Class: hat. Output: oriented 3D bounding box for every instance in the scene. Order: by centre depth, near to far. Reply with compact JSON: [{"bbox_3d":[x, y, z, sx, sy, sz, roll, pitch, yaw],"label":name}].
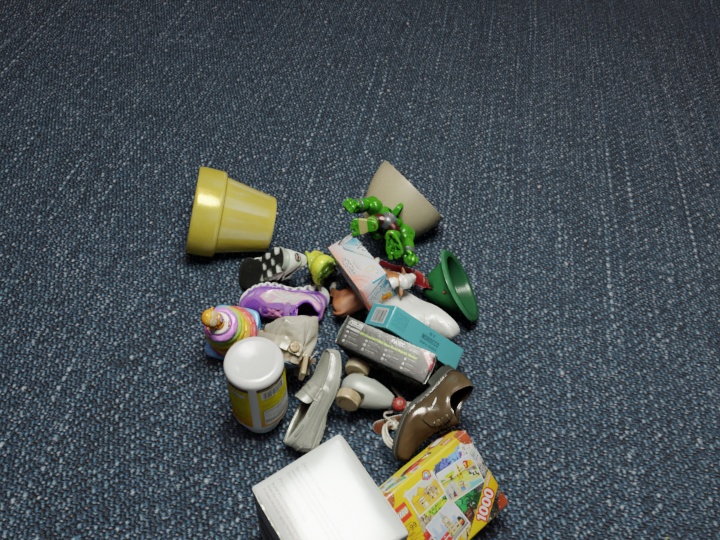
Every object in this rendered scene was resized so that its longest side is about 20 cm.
[{"bbox_3d":[0.151,0.057,1.501,0.175,0.166,0.202,-26,45,21],"label":"hat"}]

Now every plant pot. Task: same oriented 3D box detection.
[{"bbox_3d":[-0.301,-0.125,1.551,0.187,0.202,0.202,9,47,-16],"label":"plant pot"},{"bbox_3d":[0.084,-0.147,1.601,0.135,0.200,0.200,-46,58,5],"label":"plant pot"}]

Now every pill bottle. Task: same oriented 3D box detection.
[{"bbox_3d":[-0.191,0.222,1.237,0.108,0.201,0.110,1,49,-2],"label":"pill bottle"}]

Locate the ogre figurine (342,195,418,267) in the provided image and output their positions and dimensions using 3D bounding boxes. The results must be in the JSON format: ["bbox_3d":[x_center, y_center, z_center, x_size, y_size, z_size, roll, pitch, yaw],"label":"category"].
[{"bbox_3d":[0.057,-0.098,1.472,0.198,0.099,0.120,24,29,8],"label":"ogre figurine"}]

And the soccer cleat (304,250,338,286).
[{"bbox_3d":[-0.096,-0.012,1.461,0.084,0.200,0.065,40,88,3],"label":"soccer cleat"}]

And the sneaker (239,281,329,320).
[{"bbox_3d":[-0.164,0.080,1.431,0.197,0.081,0.089,-1,34,-5],"label":"sneaker"}]

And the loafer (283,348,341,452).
[{"bbox_3d":[-0.090,0.243,1.260,0.069,0.070,0.202,23,75,-23],"label":"loafer"}]

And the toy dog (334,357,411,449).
[{"bbox_3d":[0.033,0.264,1.304,0.200,0.097,0.132,43,55,12],"label":"toy dog"}]

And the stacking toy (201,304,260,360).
[{"bbox_3d":[-0.275,0.110,1.322,0.108,0.200,0.117,9,75,7],"label":"stacking toy"}]

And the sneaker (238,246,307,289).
[{"bbox_3d":[-0.197,0.001,1.482,0.088,0.199,0.075,5,76,-43],"label":"sneaker"}]

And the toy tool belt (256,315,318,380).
[{"bbox_3d":[-0.151,0.165,1.329,0.123,0.200,0.125,1,76,-26],"label":"toy tool belt"}]

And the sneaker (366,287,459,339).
[{"bbox_3d":[0.107,0.118,1.434,0.199,0.074,0.115,28,54,32],"label":"sneaker"}]

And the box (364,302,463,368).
[{"bbox_3d":[0.109,0.134,1.332,0.082,0.199,0.050,4,64,58],"label":"box"}]

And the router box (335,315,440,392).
[{"bbox_3d":[0.059,0.172,1.322,0.198,0.150,0.063,23,76,16],"label":"router box"}]

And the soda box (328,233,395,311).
[{"bbox_3d":[0.000,0.000,1.399,0.068,0.064,0.200,-29,35,-6],"label":"soda box"}]

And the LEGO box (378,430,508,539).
[{"bbox_3d":[0.133,0.397,1.142,0.199,0.077,0.150,-32,89,-27],"label":"LEGO box"}]

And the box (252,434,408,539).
[{"bbox_3d":[-0.053,0.423,1.071,0.170,0.200,0.200,-27,57,-24],"label":"box"}]

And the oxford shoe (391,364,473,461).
[{"bbox_3d":[0.131,0.267,1.197,0.084,0.073,0.201,27,73,43],"label":"oxford shoe"}]

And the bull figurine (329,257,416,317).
[{"bbox_3d":[0.022,0.035,1.459,0.198,0.066,0.122,-25,24,-2],"label":"bull figurine"}]
